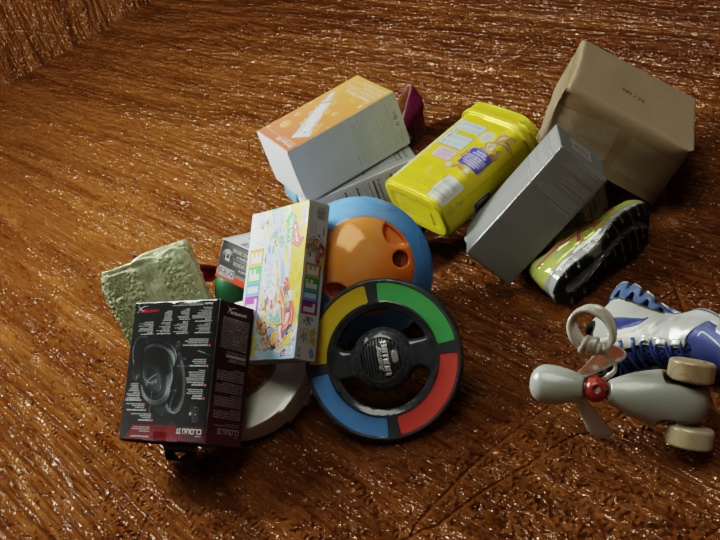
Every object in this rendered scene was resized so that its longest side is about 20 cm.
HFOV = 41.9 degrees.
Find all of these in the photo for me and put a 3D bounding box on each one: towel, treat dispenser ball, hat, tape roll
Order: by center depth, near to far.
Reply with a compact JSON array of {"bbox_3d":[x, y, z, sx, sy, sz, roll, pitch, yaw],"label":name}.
[{"bbox_3d":[-0.156,0.134,1.279,0.201,0.037,0.204,-10,54,14],"label":"tape roll"},{"bbox_3d":[0.000,0.000,1.286,0.199,0.202,0.201,-15,34,10],"label":"treat dispenser ball"},{"bbox_3d":[-0.277,0.069,1.363,0.148,0.201,0.036,-24,6,-3],"label":"towel"},{"bbox_3d":[-0.191,-0.005,1.419,0.165,0.177,0.200,12,46,42],"label":"hat"}]

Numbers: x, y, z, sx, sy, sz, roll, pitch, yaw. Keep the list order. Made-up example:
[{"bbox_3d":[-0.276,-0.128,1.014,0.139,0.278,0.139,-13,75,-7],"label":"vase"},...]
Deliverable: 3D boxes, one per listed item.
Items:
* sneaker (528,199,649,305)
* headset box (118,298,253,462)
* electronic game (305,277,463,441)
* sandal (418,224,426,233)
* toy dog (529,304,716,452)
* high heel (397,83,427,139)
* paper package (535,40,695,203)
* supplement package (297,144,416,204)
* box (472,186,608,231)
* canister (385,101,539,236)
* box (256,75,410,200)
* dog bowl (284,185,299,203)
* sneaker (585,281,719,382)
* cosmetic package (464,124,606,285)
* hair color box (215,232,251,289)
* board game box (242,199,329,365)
[{"bbox_3d":[0.309,-0.039,1.281,0.199,0.078,0.090,-34,33,-17],"label":"sneaker"},{"bbox_3d":[-0.224,0.143,1.210,0.148,0.077,0.202,-5,76,31],"label":"headset box"},{"bbox_3d":[0.028,0.109,1.160,0.199,0.201,0.042,-14,-8,11],"label":"electronic game"},{"bbox_3d":[0.022,-0.006,1.435,0.200,0.045,0.075,-42,30,-3],"label":"sandal"},{"bbox_3d":[0.296,0.130,1.030,0.199,0.096,0.133,28,94,16],"label":"toy dog"},{"bbox_3d":[0.047,-0.251,1.704,0.200,0.096,0.067,-39,38,-24],"label":"high heel"},{"bbox_3d":[0.376,-0.221,1.372,0.199,0.104,0.191,28,40,1],"label":"paper package"},{"bbox_3d":[0.003,-0.124,1.538,0.199,0.110,0.114,-22,33,0],"label":"supplement package"},{"bbox_3d":[0.262,-0.110,1.412,0.199,0.069,0.082,10,46,38],"label":"box"},{"bbox_3d":[0.152,-0.151,1.397,0.200,0.087,0.148,-40,39,-16],"label":"canister"},{"bbox_3d":[-0.043,-0.212,1.500,0.199,0.098,0.124,-32,35,-14],"label":"box"},{"bbox_3d":[-0.031,-0.159,1.612,0.199,0.112,0.050,-23,42,-2],"label":"dog bowl"},{"bbox_3d":[0.335,0.092,1.093,0.115,0.081,0.199,-37,30,-16],"label":"sneaker"},{"bbox_3d":[0.235,-0.089,1.287,0.200,0.090,0.107,-52,10,26],"label":"cosmetic package"},{"bbox_3d":[-0.113,-0.018,1.398,0.101,0.062,0.200,24,19,24],"label":"hair color box"},{"bbox_3d":[-0.101,0.019,1.215,0.134,0.034,0.202,-10,71,50],"label":"board game box"}]
